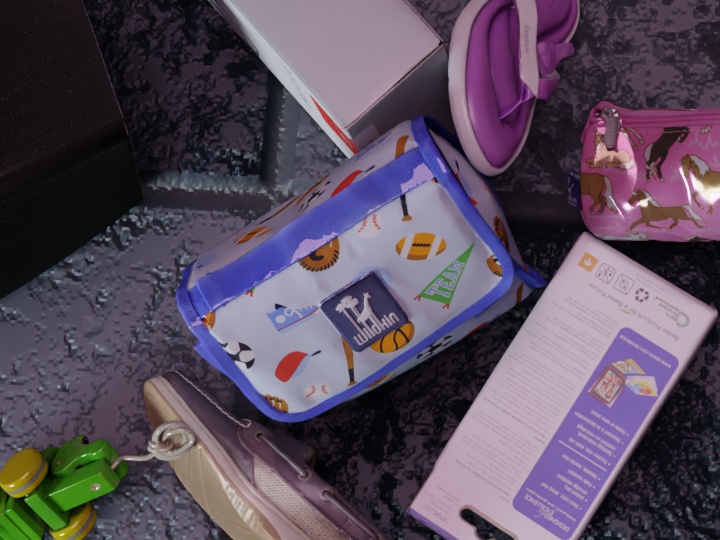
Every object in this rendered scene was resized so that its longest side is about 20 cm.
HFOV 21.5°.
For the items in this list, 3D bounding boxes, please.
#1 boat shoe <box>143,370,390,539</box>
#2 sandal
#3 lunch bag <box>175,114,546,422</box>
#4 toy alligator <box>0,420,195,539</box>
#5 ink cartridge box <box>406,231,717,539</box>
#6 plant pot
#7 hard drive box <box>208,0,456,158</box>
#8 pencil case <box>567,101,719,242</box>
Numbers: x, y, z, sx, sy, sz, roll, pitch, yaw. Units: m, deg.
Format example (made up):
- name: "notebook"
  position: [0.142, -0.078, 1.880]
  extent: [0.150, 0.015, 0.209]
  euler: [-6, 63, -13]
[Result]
- name: "boat shoe"
  position: [-0.052, 0.128, 1.127]
  extent: [0.065, 0.072, 0.200]
  euler: [-34, 61, -25]
- name: "sandal"
  position: [0.099, -0.135, 1.106]
  extent: [0.050, 0.083, 0.203]
  euler: [-14, 32, 31]
- name: "lunch bag"
  position: [0.000, 0.000, 1.066]
  extent: [0.170, 0.200, 0.124]
  euler: [-32, 75, 8]
- name: "toy alligator"
  position: [-0.180, 0.125, 1.142]
  extent: [0.199, 0.059, 0.054]
  euler: [-29, 31, 17]
- name: "ink cartridge box"
  position: [0.120, 0.085, 1.124]
  extent: [0.094, 0.037, 0.200]
  euler: [32, 82, 13]
- name: "plant pot"
  position: [-0.236, -0.093, 1.143]
  extent: [0.177, 0.200, 0.201]
  euler: [-18, 75, -7]
- name: "hard drive box"
  position: [-0.032, -0.158, 1.137]
  extent: [0.077, 0.156, 0.200]
  euler: [-41, 75, -2]
- name: "pencil case"
  position: [0.220, -0.058, 1.079]
  extent: [0.199, 0.086, 0.083]
  euler: [2, 86, 34]
